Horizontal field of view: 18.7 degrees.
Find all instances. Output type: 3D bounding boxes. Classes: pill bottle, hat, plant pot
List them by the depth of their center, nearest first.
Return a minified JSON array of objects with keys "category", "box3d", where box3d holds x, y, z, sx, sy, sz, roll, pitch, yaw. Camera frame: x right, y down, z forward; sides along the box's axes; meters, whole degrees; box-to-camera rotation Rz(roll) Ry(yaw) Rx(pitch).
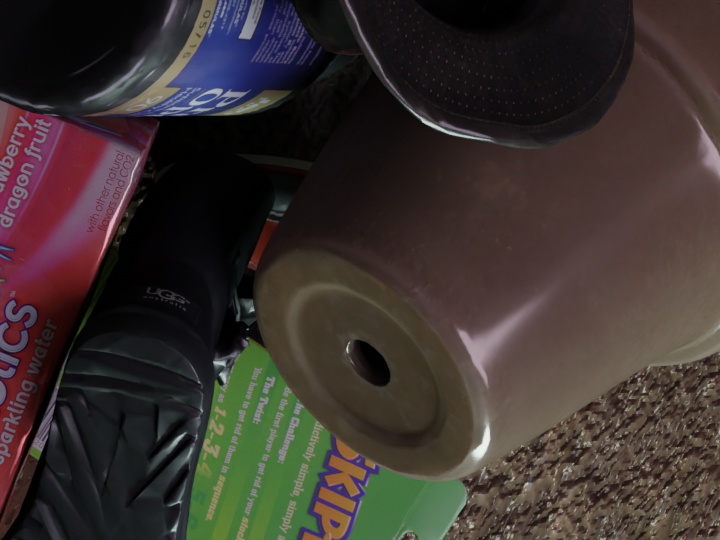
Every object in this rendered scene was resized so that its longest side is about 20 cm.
[{"category":"hat","box3d":[0.013,-0.130,0.769,0.200,0.081,0.202,20,61,-41]},{"category":"pill bottle","box3d":[-0.067,-0.115,0.833,0.200,0.111,0.113,-8,122,-66]},{"category":"plant pot","box3d":[0.052,-0.016,0.851,0.175,0.199,0.201,-42,138,-34]}]

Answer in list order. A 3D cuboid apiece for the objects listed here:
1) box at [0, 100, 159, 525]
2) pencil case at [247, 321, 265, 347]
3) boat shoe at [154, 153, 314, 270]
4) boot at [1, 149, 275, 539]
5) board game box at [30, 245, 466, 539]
[{"category":"box","box3d":[-0.161,0.019,0.841,0.102,0.095,0.201,23,100,-5]},{"category":"pencil case","box3d":[-0.005,0.038,1.048,0.199,0.078,0.090,-34,118,-26]},{"category":"boat shoe","box3d":[0.000,0.000,0.981,0.199,0.071,0.063,16,70,-18]},{"category":"boot","box3d":[-0.087,0.067,0.875,0.168,0.076,0.201,-70,178,-64]},{"category":"board game box","box3d":[-0.058,0.080,0.960,0.096,0.199,0.030,-56,-179,-2]}]
